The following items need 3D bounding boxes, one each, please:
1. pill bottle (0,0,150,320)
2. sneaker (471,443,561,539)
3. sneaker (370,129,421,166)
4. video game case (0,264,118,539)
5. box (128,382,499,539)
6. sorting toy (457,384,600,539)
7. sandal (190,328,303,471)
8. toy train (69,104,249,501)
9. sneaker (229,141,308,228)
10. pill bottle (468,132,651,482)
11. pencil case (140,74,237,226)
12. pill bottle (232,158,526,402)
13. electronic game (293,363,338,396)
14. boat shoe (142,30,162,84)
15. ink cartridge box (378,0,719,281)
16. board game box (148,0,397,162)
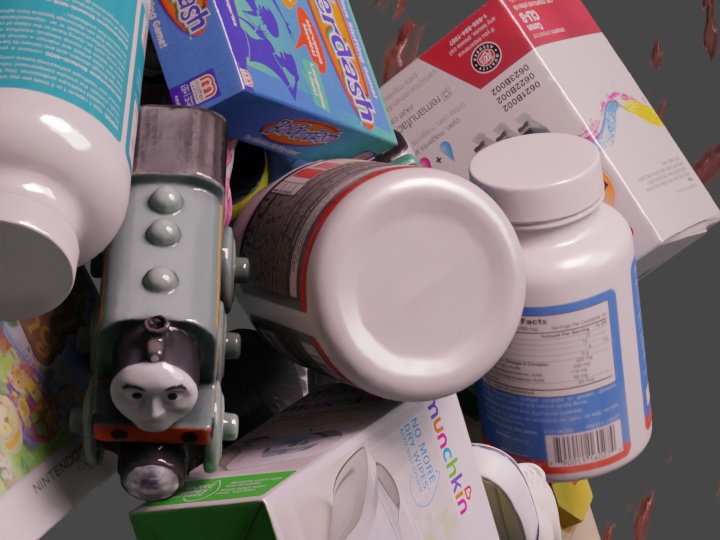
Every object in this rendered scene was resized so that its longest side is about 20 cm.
[{"bbox_3d":[-0.161,-0.074,1.192,0.111,0.110,0.201,45,32,-37],"label":"pill bottle"},{"bbox_3d":[0.081,0.142,1.502,0.200,0.073,0.071,78,29,-60],"label":"sneaker"},{"bbox_3d":[0.036,-0.016,1.572,0.200,0.074,0.088,-109,173,-62],"label":"sneaker"},{"bbox_3d":[-0.182,0.024,1.225,0.201,0.022,0.182,63,26,-7],"label":"video game case"},{"bbox_3d":[-0.007,0.177,1.281,0.176,0.096,0.201,-29,106,-51],"label":"box"},{"bbox_3d":[0.101,0.108,1.681,0.200,0.036,0.186,5,64,-62],"label":"sorting toy"},{"bbox_3d":[-0.081,0.113,1.335,0.076,0.043,0.201,40,45,-28],"label":"sandal"},{"bbox_3d":[-0.099,0.013,1.233,0.114,0.084,0.201,94,-2,-46],"label":"toy train"},{"bbox_3d":[-0.056,-0.065,1.499,0.201,0.065,0.079,-77,147,-50],"label":"sneaker"},{"bbox_3d":[0.120,0.021,1.567,0.112,0.111,0.201,-60,145,-59],"label":"pill bottle"},{"bbox_3d":[-0.096,-0.096,1.414,0.083,0.086,0.201,45,33,-26],"label":"pencil case"},{"bbox_3d":[0.000,0.000,1.308,0.116,0.115,0.200,60,-13,-14],"label":"pill bottle"},{"bbox_3d":[-0.004,0.091,1.485,0.200,0.041,0.201,37,45,-50],"label":"electronic game"},{"bbox_3d":[-0.146,-0.148,1.380,0.075,0.073,0.200,47,14,-20],"label":"boat shoe"},{"bbox_3d":[0.121,-0.069,1.700,0.201,0.145,0.144,56,24,7],"label":"ink cartridge box"},{"bbox_3d":[-0.058,-0.142,1.367,0.200,0.045,0.153,12,56,-66],"label":"board game box"}]
